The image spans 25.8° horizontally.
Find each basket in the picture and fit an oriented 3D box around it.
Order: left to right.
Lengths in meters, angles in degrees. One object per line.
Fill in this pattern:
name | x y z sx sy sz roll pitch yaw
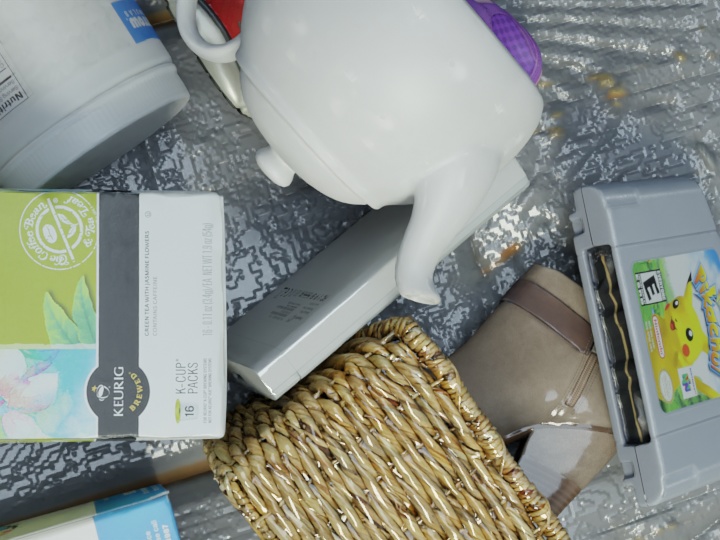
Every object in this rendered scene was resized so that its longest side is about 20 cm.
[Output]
basket | 0.017 0.138 0.952 0.148 0.143 0.201 -38 100 -5

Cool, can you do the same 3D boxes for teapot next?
teapot | -0.005 -0.109 0.891 0.146 0.200 0.197 -42 111 7

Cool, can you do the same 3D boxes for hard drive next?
hard drive | 0.000 0.000 0.962 0.199 0.132 0.027 -40 104 -14

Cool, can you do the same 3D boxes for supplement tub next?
supplement tub | -0.206 -0.154 0.942 0.131 0.132 0.201 -34 93 -11

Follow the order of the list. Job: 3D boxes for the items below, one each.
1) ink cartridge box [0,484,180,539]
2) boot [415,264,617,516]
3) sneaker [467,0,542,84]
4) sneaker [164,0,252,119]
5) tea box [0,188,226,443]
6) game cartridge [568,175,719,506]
ink cartridge box | -0.191 0.222 0.909 0.197 0.145 0.149 -14 88 -11
boot | 0.088 0.062 1.019 0.198 0.070 0.147 30 75 -8
sneaker | 0.033 -0.173 1.010 0.199 0.088 0.081 33 79 -8
sneaker | -0.090 -0.196 0.990 0.084 0.077 0.201 -32 103 5
tea box | -0.181 0.029 0.897 0.194 0.200 0.136 -1 86 -11
game cartridge | 0.201 0.040 1.018 0.133 0.040 0.203 -9 86 -50
